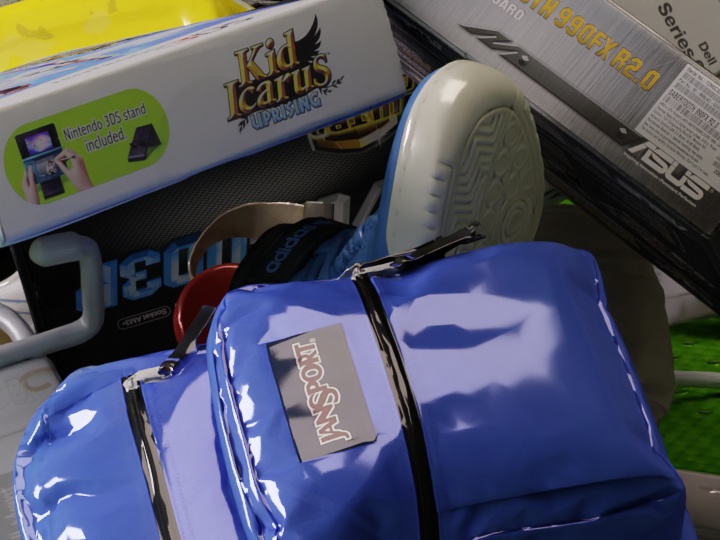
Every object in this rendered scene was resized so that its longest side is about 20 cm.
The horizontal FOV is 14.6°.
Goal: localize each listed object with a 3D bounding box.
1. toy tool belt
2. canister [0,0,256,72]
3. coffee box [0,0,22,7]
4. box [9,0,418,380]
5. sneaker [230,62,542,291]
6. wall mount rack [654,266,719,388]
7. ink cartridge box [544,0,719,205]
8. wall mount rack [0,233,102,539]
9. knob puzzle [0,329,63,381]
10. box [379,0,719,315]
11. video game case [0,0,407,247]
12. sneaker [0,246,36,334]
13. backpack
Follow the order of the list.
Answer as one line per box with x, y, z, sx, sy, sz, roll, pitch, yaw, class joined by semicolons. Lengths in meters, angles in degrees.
0.027;0.042;1.142;0.199;0.126;0.123;1;-21;1;toy tool belt
-0.091;-0.075;1.308;0.148;0.087;0.200;-11;-9;16;canister
-0.230;-0.104;1.450;0.199;0.201;0.197;7;19;35;coffee box
-0.050;-0.025;1.189;0.199;0.160;0.046;-16;26;-6;box
-0.001;0.001;0.991;0.111;0.201;0.077;27;49;28;sneaker
0.168;-0.040;1.183;0.074;0.175;0.200;2;-6;-18;wall mount rack
0.066;-0.107;1.233;0.084;0.146;0.200;-29;-5;-21;ink cartridge box
-0.154;0.063;0.998;0.173;0.075;0.200;-17;46;-18;wall mount rack
-0.187;0.068;1.076;0.219;0.031;0.220;25;27;-14;knob puzzle
0.080;-0.063;1.031;0.200;0.048;0.158;39;-2;23;box
-0.115;-0.048;0.999;0.181;0.046;0.199;-22;10;-39;video game case
-0.106;-0.005;1.246;0.199;0.087;0.075;-17;51;7;sneaker
-0.007;0.081;0.850;0.199;0.168;0.163;-12;46;-8;backpack
